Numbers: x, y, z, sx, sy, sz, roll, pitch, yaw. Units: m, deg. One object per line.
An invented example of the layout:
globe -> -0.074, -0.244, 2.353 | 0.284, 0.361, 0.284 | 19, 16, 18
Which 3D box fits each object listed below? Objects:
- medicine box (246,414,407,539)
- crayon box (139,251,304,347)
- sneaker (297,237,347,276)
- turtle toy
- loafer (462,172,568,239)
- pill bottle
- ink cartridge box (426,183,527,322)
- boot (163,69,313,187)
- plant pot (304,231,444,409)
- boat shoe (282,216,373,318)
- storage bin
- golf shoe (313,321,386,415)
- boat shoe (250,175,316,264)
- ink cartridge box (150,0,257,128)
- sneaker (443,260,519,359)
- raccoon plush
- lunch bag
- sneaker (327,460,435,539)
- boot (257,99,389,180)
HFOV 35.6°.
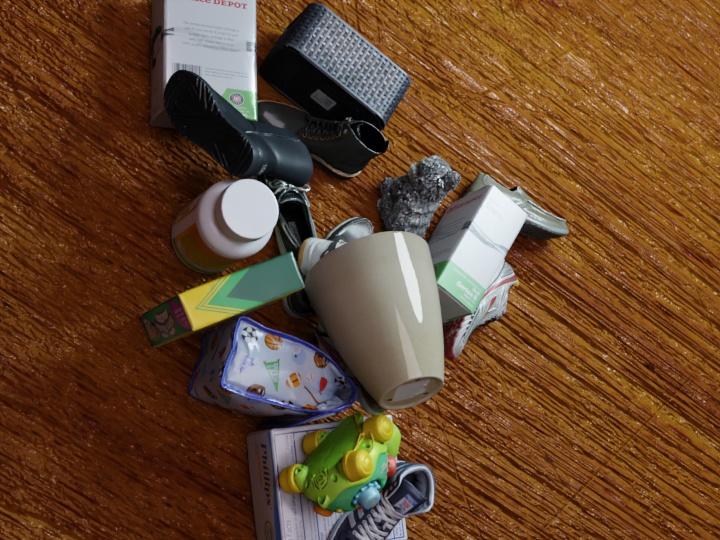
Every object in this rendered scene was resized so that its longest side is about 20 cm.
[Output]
medicine box -> -0.049, 0.313, 1.627 | 0.199, 0.103, 0.183 | -3, 82, -26
crayon box -> -0.195, 0.043, 1.554 | 0.172, 0.200, 0.059 | -20, 89, -28
sneaker -> 0.000, 0.000, 1.656 | 0.200, 0.087, 0.076 | 7, 91, -49
turtle toy -> -0.008, 0.260, 1.523 | 0.101, 0.145, 0.200 | 60, 36, -16
loafer -> 0.267, -0.109, 1.877 | 0.199, 0.075, 0.070 | 21, 76, -20
pill bottle -> -0.188, -0.065, 1.579 | 0.111, 0.200, 0.112 | 5, 78, -25
ink cartridge box -> 0.158, -0.022, 1.768 | 0.084, 0.146, 0.200 | 38, 67, -14
boot -> -0.171, -0.196, 1.597 | 0.200, 0.077, 0.168 | 46, 18, 20
plant pot -> 0.037, 0.082, 1.539 | 0.186, 0.188, 0.201 | -3, 58, -26
boat shoe -> -0.038, -0.008, 1.718 | 0.072, 0.061, 0.201 | 43, 65, -11
storage bin -> -0.040, -0.299, 1.731 | 0.200, 0.135, 0.094 | 38, 66, -15
golf shoe -> -0.010, 0.142, 1.645 | 0.072, 0.092, 0.200 | 13, 36, -36
boat shoe -> -0.113, -0.108, 1.686 | 0.073, 0.068, 0.200 | -8, 73, -22
ink cartridge box -> -0.234, -0.315, 1.670 | 0.145, 0.084, 0.201 | 4, 78, -25
sneaker -> 0.195, 0.064, 1.808 | 0.082, 0.078, 0.200 | 41, 66, -14
raccoon plush -> 0.097, -0.084, 1.756 | 0.096, 0.134, 0.201 | 5, 78, -26
lunch bag -> -0.121, 0.158, 1.584 | 0.199, 0.170, 0.124 | 21, 74, -21
sneaker -> 0.029, 0.344, 1.540 | 0.070, 0.108, 0.200 | 42, 65, -13
boot -> -0.060, -0.219, 1.705 | 0.199, 0.138, 0.078 | 23, 71, -19
